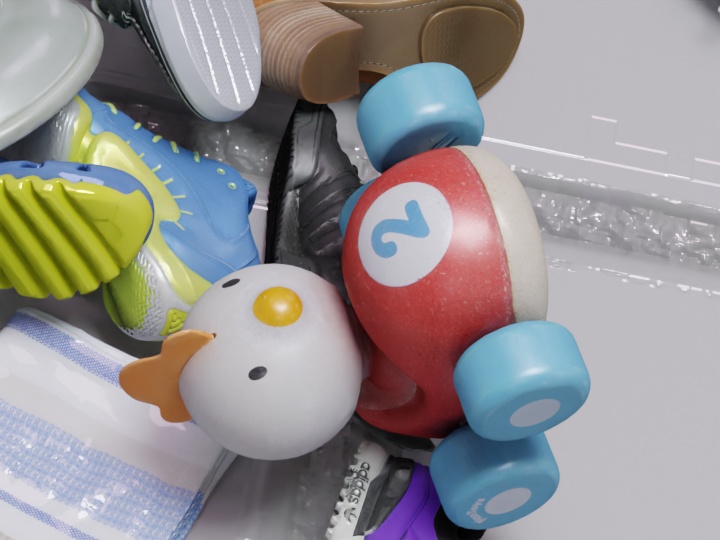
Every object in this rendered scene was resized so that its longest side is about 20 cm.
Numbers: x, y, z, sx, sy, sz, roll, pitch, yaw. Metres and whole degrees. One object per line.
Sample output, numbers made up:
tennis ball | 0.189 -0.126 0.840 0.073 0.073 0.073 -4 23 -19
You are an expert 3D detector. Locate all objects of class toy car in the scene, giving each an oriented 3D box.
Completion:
toy car | -0.018 0.029 1.183 0.199 0.177 0.185 -13 60 -14

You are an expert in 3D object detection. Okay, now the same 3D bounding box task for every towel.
towel | -0.162 0.118 1.245 0.146 0.024 0.200 26 56 9

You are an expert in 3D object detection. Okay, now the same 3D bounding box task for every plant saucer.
plant saucer | -0.238 -0.112 1.311 0.199 0.050 0.201 -13 32 8

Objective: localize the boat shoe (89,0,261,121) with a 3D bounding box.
boat shoe | -0.115 -0.163 1.337 0.072 0.071 0.201 2 61 -53

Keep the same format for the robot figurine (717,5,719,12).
robot figurine | 0.265 -0.233 1.498 0.169 0.113 0.201 -11 48 31

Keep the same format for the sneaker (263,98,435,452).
sneaker | 0.001 -0.002 1.334 0.104 0.060 0.201 12 53 -10

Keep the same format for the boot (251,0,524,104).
boot | -0.014 -0.154 1.427 0.199 0.074 0.154 -7 28 -43

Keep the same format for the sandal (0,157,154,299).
sandal | -0.197 -0.032 1.279 0.199 0.080 0.087 -3 37 21

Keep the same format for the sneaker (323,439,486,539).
sneaker | 0.017 0.180 1.204 0.099 0.070 0.201 19 56 1

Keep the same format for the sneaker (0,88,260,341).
sneaker | -0.123 -0.044 1.343 0.105 0.076 0.201 -10 56 -38
